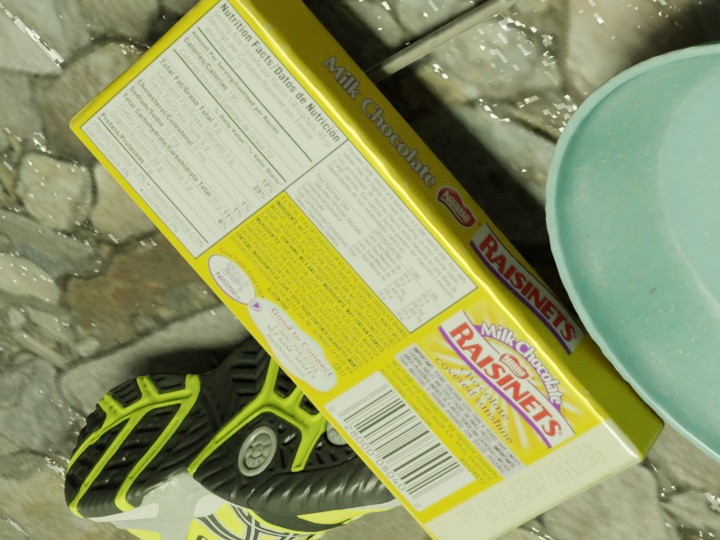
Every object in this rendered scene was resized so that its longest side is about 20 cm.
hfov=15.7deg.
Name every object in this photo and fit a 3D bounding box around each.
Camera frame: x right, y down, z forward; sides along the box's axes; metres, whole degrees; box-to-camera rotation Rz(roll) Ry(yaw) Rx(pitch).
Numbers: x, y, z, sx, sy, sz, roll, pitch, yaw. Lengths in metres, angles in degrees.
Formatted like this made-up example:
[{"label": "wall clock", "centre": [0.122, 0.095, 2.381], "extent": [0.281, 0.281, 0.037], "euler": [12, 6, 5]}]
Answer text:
[{"label": "candy box", "centre": [0.000, 0.000, 0.850], "extent": [0.200, 0.026, 0.102], "euler": [49, 134, -7]}, {"label": "sneaker", "centre": [-0.028, 0.070, 0.988], "extent": [0.076, 0.076, 0.199], "euler": [32, 156, -32]}, {"label": "screwdriver", "centre": [-0.007, -0.054, 0.850], "extent": [0.029, 0.028, 0.199], "euler": [22, 151, -36]}, {"label": "plant saucer", "centre": [0.149, 0.002, 0.757], "extent": [0.199, 0.036, 0.201], "euler": [24, 145, 18]}]
